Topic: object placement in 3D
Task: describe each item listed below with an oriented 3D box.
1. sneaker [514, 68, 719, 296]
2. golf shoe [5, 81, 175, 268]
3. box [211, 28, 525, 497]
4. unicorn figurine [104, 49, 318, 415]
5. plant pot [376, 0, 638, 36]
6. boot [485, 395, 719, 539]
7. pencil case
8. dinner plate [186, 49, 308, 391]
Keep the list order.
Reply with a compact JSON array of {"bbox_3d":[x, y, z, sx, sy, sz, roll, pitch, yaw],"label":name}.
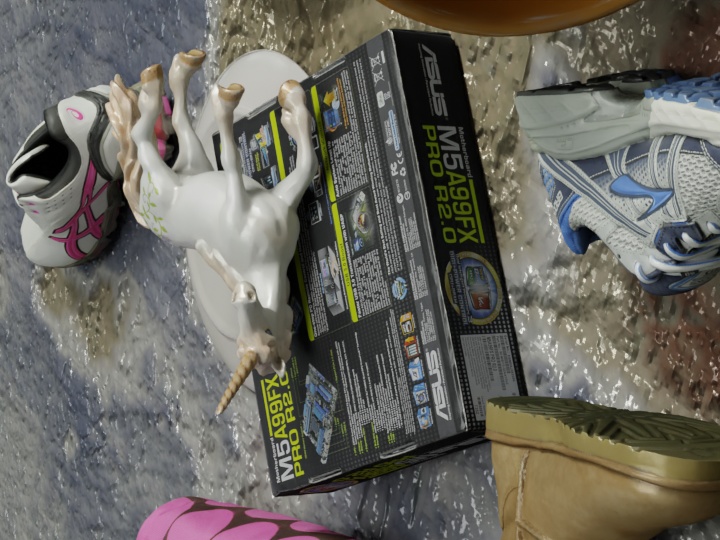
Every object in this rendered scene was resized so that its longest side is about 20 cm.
[{"bbox_3d":[0.136,-0.034,0.742,0.200,0.077,0.086,-168,67,-65],"label":"sneaker"},{"bbox_3d":[-0.198,-0.063,1.260,0.200,0.091,0.073,-48,54,51],"label":"golf shoe"},{"bbox_3d":[0.000,0.000,0.962,0.160,0.044,0.202,-26,71,49],"label":"box"},{"bbox_3d":[-0.069,-0.031,0.967,0.200,0.073,0.139,-142,51,-61],"label":"unicorn figurine"},{"bbox_3d":[0.049,-0.225,0.764,0.184,0.199,0.201,-109,32,-53],"label":"plant pot"},{"bbox_3d":[0.106,0.160,0.807,0.175,0.066,0.202,-173,82,-71],"label":"boot"},{"bbox_3d":[-0.054,0.183,1.052,0.200,0.090,0.094,7,112,61],"label":"pencil case"},{"bbox_3d":[-0.064,-0.027,1.106,0.200,0.024,0.202,5,96,59],"label":"dinner plate"}]
